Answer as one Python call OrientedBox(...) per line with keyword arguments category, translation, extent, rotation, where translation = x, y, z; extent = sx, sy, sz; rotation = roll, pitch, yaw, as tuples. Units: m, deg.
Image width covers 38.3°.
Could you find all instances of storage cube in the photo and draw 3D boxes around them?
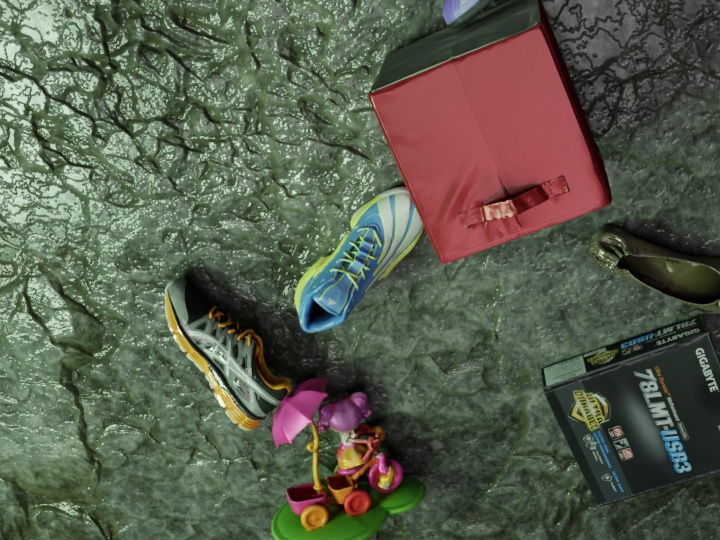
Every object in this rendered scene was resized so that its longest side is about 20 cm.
OrientedBox(category="storage cube", translation=(0.126, -0.142, 0.999), extent=(0.171, 0.200, 0.180), rotation=(-20, 109, 16))

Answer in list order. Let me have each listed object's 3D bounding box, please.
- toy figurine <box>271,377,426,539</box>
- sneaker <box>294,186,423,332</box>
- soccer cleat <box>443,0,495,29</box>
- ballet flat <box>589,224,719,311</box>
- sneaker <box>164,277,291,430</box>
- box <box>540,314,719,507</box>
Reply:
OrientedBox(category="toy figurine", translation=(-0.029, 0.216, 1.263), extent=(0.200, 0.150, 0.184), rotation=(-15, 109, -11))
OrientedBox(category="sneaker", translation=(0.000, 0.000, 1.139), extent=(0.076, 0.105, 0.200), rotation=(35, 117, -14))
OrientedBox(category="soccer cleat", translation=(0.132, -0.319, 0.973), extent=(0.073, 0.068, 0.200), rotation=(35, 112, -13))
OrientedBox(category="ballet flat", translation=(0.345, 0.004, 1.142), extent=(0.200, 0.046, 0.067), rotation=(22, 119, -7))
OrientedBox(category="sneaker", translation=(-0.157, 0.088, 1.215), extent=(0.077, 0.078, 0.200), rotation=(-32, 100, 10))
OrientedBox(category="box", translation=(0.342, 0.172, 1.236), extent=(0.198, 0.050, 0.200), rotation=(-20, 116, 16))
